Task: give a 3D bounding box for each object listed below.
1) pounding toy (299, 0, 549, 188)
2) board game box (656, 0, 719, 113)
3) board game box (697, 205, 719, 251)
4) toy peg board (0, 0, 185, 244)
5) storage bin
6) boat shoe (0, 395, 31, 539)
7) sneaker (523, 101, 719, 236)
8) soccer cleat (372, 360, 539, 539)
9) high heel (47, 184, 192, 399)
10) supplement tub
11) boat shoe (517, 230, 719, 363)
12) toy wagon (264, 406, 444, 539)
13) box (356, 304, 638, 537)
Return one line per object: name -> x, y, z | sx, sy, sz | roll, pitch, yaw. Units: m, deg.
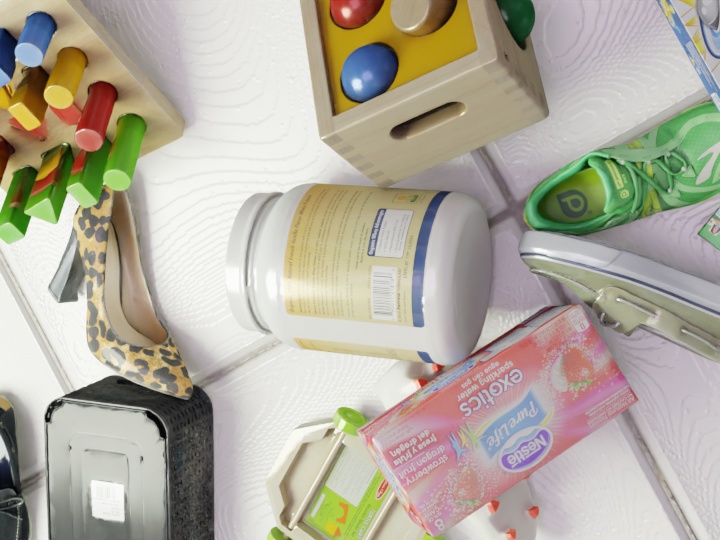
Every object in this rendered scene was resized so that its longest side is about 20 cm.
pounding toy -> 0.054, -0.204, 1.011 | 0.199, 0.142, 0.185 | -22, 60, 23
board game box -> 0.287, -0.235, 0.970 | 0.135, 0.034, 0.201 | -29, 88, 1
board game box -> 0.384, -0.020, 0.998 | 0.200, 0.029, 0.135 | 40, 112, 11
toy peg board -> -0.299, -0.131, 1.158 | 0.199, 0.098, 0.199 | -22, 130, 23
storage bin -> -0.222, 0.213, 1.246 | 0.135, 0.094, 0.201 | 5, 102, 21
boat shoe -> -0.380, 0.228, 1.319 | 0.074, 0.062, 0.201 | -1, 100, -4
sneaker -> 0.221, -0.071, 1.023 | 0.199, 0.084, 0.074 | -26, 89, 23
soccer cleat -> 0.086, 0.164, 1.136 | 0.200, 0.069, 0.077 | 57, 141, -2
high heel -> -0.209, 0.018, 1.215 | 0.200, 0.071, 0.143 | 40, 118, 20
supplement tub -> 0.000, 0.000, 1.091 | 0.199, 0.144, 0.145 | 5, 101, 20
boat shoe -> 0.218, 0.021, 1.028 | 0.199, 0.072, 0.062 | 19, 88, 4
toy wagon -> 0.007, 0.227, 1.186 | 0.200, 0.040, 0.156 | 33, 110, 13
box -> 0.108, 0.118, 1.044 | 0.200, 0.103, 0.095 | -32, 91, -9
